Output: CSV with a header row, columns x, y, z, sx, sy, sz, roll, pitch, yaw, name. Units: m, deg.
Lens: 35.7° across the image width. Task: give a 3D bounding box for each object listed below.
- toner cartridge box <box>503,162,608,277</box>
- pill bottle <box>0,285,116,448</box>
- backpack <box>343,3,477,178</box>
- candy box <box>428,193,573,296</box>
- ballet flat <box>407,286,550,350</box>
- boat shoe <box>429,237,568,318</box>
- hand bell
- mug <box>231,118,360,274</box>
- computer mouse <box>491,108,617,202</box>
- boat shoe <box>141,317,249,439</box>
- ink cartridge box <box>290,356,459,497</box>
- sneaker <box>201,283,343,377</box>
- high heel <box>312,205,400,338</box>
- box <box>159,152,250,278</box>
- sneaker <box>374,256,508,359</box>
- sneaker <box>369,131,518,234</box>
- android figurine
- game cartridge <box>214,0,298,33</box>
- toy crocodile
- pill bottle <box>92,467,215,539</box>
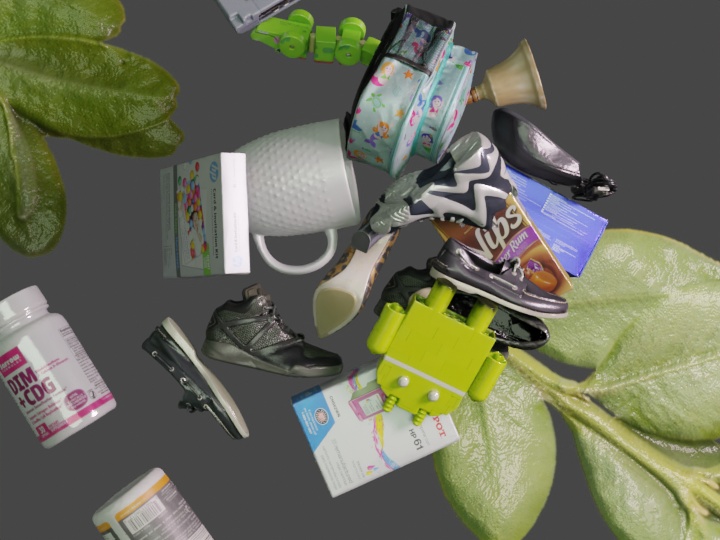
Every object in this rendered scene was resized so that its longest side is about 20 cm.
x,y,z,sx,sy,sz,roll,pitch,yaw,name
0.246,-0.077,1.612,0.199,0.043,0.095,29,86,-4,toner cartridge box
-0.430,0.129,1.517,0.113,0.113,0.200,-32,91,-5,pill bottle
0.061,-0.224,1.487,0.150,0.178,0.200,28,66,7,backpack
0.195,-0.032,1.565,0.116,0.056,0.200,-33,100,14,candy box
0.162,0.060,1.509,0.199,0.057,0.067,13,83,-8,ballet flat
0.196,0.011,1.511,0.199,0.073,0.063,19,101,-6,boat shoe
0.155,-0.250,1.600,0.199,0.104,0.105,-17,90,8,hand bell
-0.095,-0.094,1.534,0.175,0.148,0.201,-10,91,5,mug
0.257,-0.150,1.567,0.200,0.138,0.053,37,87,-3,computer mouse
-0.233,0.163,1.553,0.066,0.075,0.200,-36,91,-2,boat shoe
0.020,0.207,1.567,0.199,0.085,0.145,-24,91,-6,ink cartridge box
-0.114,0.086,1.562,0.199,0.076,0.115,14,94,1,sneaker
0.000,0.000,1.592,0.071,0.143,0.200,30,121,9,high heel
-0.212,-0.069,1.500,0.041,0.200,0.157,-2,90,-34,box
0.131,0.052,1.576,0.199,0.076,0.115,26,93,2,sneaker
0.120,-0.082,1.478,0.199,0.080,0.130,-37,120,18,sneaker
0.097,0.114,1.486,0.182,0.041,0.200,27,106,-6,android figurine
-0.125,-0.435,1.577,0.200,0.041,0.133,-32,80,-8,game cartridge
-0.056,-0.322,1.587,0.199,0.062,0.068,9,49,-2,toy crocodile
-0.264,0.380,1.525,0.116,0.116,0.200,-36,93,-5,pill bottle
